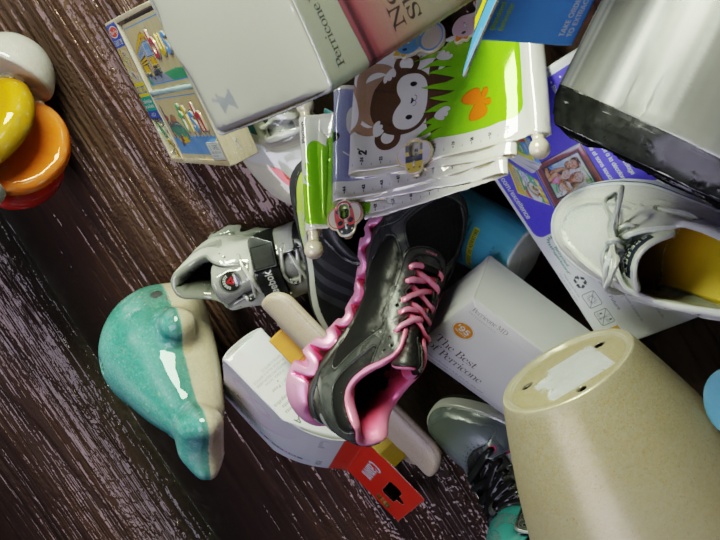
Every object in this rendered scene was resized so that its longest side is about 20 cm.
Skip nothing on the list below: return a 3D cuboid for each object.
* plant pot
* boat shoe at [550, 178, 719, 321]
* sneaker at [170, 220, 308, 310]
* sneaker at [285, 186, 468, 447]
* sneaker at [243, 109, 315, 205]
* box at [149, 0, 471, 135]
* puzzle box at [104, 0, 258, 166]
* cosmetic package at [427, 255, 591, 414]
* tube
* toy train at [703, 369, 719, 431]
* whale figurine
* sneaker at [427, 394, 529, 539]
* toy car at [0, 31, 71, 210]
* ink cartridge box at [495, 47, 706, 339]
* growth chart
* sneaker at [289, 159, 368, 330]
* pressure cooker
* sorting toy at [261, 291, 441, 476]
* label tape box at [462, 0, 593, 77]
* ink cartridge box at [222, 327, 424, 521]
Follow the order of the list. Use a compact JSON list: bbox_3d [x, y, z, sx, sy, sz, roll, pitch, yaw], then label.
[{"bbox_3d":[0.180,0.145,0.774,0.187,0.187,0.200,-17,108,43],"label":"plant pot"},{"bbox_3d":[0.173,-0.009,0.706,0.202,0.086,0.075,28,111,48],"label":"boat shoe"},{"bbox_3d":[-0.077,0.001,1.006,0.200,0.088,0.074,-9,110,39],"label":"sneaker"},{"bbox_3d":[0.028,0.034,0.827,0.200,0.079,0.095,-63,32,6],"label":"sneaker"},{"bbox_3d":[-0.080,-0.137,0.891,0.070,0.093,0.200,-20,98,5],"label":"sneaker"},{"bbox_3d":[-0.024,-0.192,0.757,0.109,0.200,0.128,-12,111,43],"label":"box"},{"bbox_3d":[-0.146,-0.148,0.940,0.133,0.025,0.200,66,163,-14],"label":"puzzle box"},{"bbox_3d":[0.141,0.080,0.871,0.200,0.051,0.083,36,135,-11],"label":"cosmetic package"},{"bbox_3d":[0.044,-0.053,0.910,0.200,0.050,0.078,29,123,29],"label":"tube"},{"bbox_3d":[0.298,0.033,0.698,0.200,0.115,0.085,-50,60,45],"label":"toy train"},{"bbox_3d":[-0.179,0.102,1.086,0.200,0.103,0.159,-116,24,-45],"label":"whale figurine"},{"bbox_3d":[0.116,0.190,0.952,0.200,0.121,0.084,32,132,19],"label":"sneaker"},{"bbox_3d":[-0.356,-0.120,1.117,0.199,0.176,0.150,7,158,34],"label":"toy car"},{"bbox_3d":[0.192,-0.061,0.784,0.200,0.043,0.198,-28,98,47],"label":"ink cartridge box"},{"bbox_3d":[0.039,-0.104,0.806,0.200,0.018,0.145,-21,63,23],"label":"growth chart"},{"bbox_3d":[0.000,0.000,0.904,0.083,0.072,0.200,32,151,49],"label":"sneaker"},{"bbox_3d":[0.210,-0.128,0.604,0.178,0.176,0.200,26,99,-4],"label":"pressure cooker"},{"bbox_3d":[-0.011,0.100,0.983,0.185,0.036,0.200,45,174,6],"label":"sorting toy"},{"bbox_3d":[0.114,-0.203,0.640,0.063,0.200,0.144,17,133,-6],"label":"label tape box"},{"bbox_3d":[-0.040,0.152,1.050,0.200,0.057,0.163,50,164,10],"label":"ink cartridge box"}]
